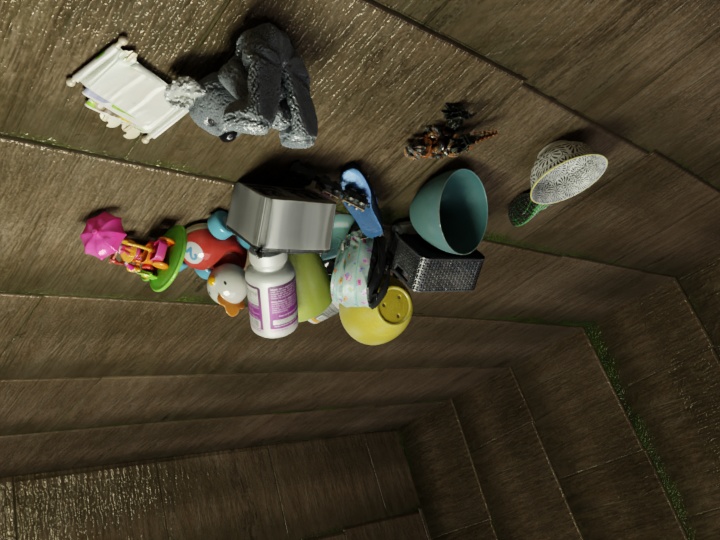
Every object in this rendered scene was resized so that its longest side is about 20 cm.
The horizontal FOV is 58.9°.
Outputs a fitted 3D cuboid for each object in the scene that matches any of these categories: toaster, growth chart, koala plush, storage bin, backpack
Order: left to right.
[{"bbox_3d":[-0.368,-0.279,1.029,0.144,0.018,0.200,-25,155,14],"label":"growth chart"},{"bbox_3d":[-0.195,-0.280,1.023,0.198,0.186,0.177,-8,175,31],"label":"koala plush"},{"bbox_3d":[-0.162,-0.105,1.324,0.179,0.200,0.120,0,109,-33],"label":"toaster"},{"bbox_3d":[0.000,0.000,1.560,0.125,0.201,0.167,0,142,17],"label":"backpack"},{"bbox_3d":[0.148,-0.068,1.716,0.128,0.114,0.201,-15,153,-17],"label":"toaster"},{"bbox_3d":[0.192,-0.020,1.589,0.198,0.135,0.095,-1,118,-28],"label":"storage bin"}]

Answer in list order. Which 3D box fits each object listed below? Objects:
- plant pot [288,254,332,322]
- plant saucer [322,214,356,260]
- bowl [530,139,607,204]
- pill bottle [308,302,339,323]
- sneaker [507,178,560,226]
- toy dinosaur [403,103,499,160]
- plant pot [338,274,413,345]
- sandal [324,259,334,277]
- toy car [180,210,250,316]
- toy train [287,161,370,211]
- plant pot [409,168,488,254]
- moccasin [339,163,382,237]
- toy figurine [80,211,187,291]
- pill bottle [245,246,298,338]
[{"bbox_3d":[-0.166,-0.012,1.533,0.185,0.188,0.201,-14,129,-10],"label":"plant pot"},{"bbox_3d":[-0.083,-0.077,1.634,0.198,0.028,0.201,-15,154,-7],"label":"plant saucer"},{"bbox_3d":[0.499,-0.260,1.583,0.199,0.095,0.201,-15,155,-7],"label":"bowl"},{"bbox_3d":[-0.075,0.062,1.817,0.199,0.117,0.116,-28,154,19],"label":"pill bottle"},{"bbox_3d":[0.489,-0.186,1.748,0.085,0.079,0.200,5,146,-42],"label":"sneaker"},{"bbox_3d":[0.194,-0.284,1.360,0.199,0.103,0.136,-33,173,-13],"label":"toy dinosaur"},{"bbox_3d":[0.060,0.094,1.669,0.198,0.202,0.142,-7,177,-23],"label":"plant pot"},{"bbox_3d":[-0.059,0.039,1.725,0.076,0.200,0.043,-49,-177,10],"label":"sandal"},{"bbox_3d":[-0.316,0.005,1.430,0.184,0.201,0.176,-31,153,25],"label":"toy car"},{"bbox_3d":[-0.066,-0.175,1.364,0.199,0.034,0.046,24,148,-24],"label":"toy train"},{"bbox_3d":[0.198,-0.140,1.542,0.134,0.202,0.199,4,176,44],"label":"plant pot"},{"bbox_3d":[-0.002,-0.163,1.453,0.080,0.069,0.201,-9,133,11],"label":"moccasin"},{"bbox_3d":[-0.491,-0.052,1.326,0.183,0.152,0.199,24,158,-38],"label":"toy figurine"},{"bbox_3d":[-0.197,0.039,1.415,0.111,0.112,0.202,-10,121,-17],"label":"pill bottle"}]
